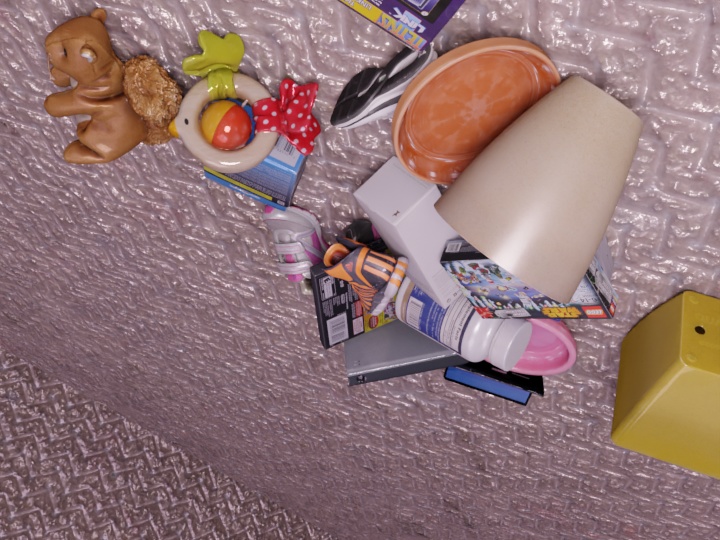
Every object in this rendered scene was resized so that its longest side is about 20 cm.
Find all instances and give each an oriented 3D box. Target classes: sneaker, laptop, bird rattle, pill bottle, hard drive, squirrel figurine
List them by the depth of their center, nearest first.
[{"bbox_3d":[0.053,-0.192,0.967,0.115,0.077,0.199,31,155,-28],"label":"sneaker"},{"bbox_3d":[-0.153,-0.198,1.026,0.199,0.164,0.113,37,167,-9],"label":"bird rattle"},{"bbox_3d":[-0.333,-0.257,1.095,0.196,0.143,0.188,5,139,1],"label":"squirrel figurine"},{"bbox_3d":[0.000,0.000,1.156,0.111,0.079,0.200,24,162,-1],"label":"sneaker"},{"bbox_3d":[0.160,0.071,1.240,0.198,0.111,0.112,29,157,29],"label":"pill bottle"},{"bbox_3d":[-0.014,-0.010,1.320,0.086,0.080,0.202,38,147,29],"label":"sneaker"},{"bbox_3d":[-0.100,-0.030,1.326,0.080,0.089,0.200,-2,143,36],"label":"sneaker"},{"bbox_3d":[0.071,0.123,1.332,0.196,0.140,0.033,-11,120,1],"label":"hard drive"},{"bbox_3d":[0.239,0.212,1.479,0.174,0.105,0.200,17,-166,7],"label":"laptop"}]

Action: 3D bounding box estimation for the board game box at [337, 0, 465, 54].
[{"bbox_3d":[0.024,-0.326,0.783,0.198,0.057,0.165,29,152,-14],"label":"board game box"}]

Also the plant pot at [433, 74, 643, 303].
[{"bbox_3d":[0.211,-0.100,0.875,0.186,0.201,0.188,32,-166,-9],"label":"plant pot"}]

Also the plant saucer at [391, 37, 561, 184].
[{"bbox_3d":[0.128,-0.178,0.900,0.197,0.033,0.202,-12,145,-8],"label":"plant saucer"}]

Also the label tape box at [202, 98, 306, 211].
[{"bbox_3d":[-0.153,-0.162,1.159,0.141,0.067,0.200,24,167,-4],"label":"label tape box"}]

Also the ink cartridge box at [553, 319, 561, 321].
[{"bbox_3d":[0.240,-0.009,1.095,0.093,0.045,0.201,14,150,18],"label":"ink cartridge box"}]

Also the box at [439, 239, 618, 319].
[{"bbox_3d":[0.220,0.011,1.054,0.198,0.040,0.137,-3,142,41],"label":"box"}]

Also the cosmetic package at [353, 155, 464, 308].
[{"bbox_3d":[0.084,-0.050,1.133,0.108,0.085,0.201,42,170,44],"label":"cosmetic package"}]

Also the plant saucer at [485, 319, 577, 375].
[{"bbox_3d":[0.267,0.106,1.347,0.197,0.051,0.202,17,151,9],"label":"plant saucer"}]

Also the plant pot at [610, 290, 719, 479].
[{"bbox_3d":[0.489,0.150,1.138,0.197,0.202,0.178,17,140,8],"label":"plant pot"}]

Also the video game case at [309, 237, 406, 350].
[{"bbox_3d":[0.012,0.031,1.279,0.178,0.026,0.202,-22,143,-14],"label":"video game case"}]

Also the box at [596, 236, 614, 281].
[{"bbox_3d":[0.241,-0.043,1.125,0.197,0.042,0.156,3,146,33],"label":"box"}]
